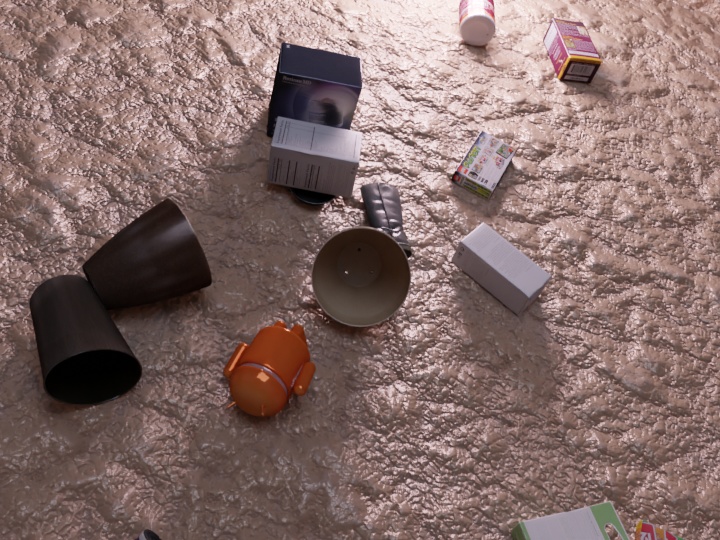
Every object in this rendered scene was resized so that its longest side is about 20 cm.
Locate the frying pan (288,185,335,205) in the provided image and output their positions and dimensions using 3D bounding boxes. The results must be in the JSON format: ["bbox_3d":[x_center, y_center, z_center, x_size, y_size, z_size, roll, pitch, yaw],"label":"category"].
[{"bbox_3d":[-0.097,-0.212,1.892,0.114,0.031,0.190,25,45,6],"label":"frying pan"}]

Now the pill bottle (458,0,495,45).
[{"bbox_3d":[0.354,-0.783,2.463,0.109,0.110,0.201,12,49,-8],"label":"pill bottle"}]

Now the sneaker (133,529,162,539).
[{"bbox_3d":[-0.295,0.498,1.223,0.087,0.076,0.200,-40,77,-7],"label":"sneaker"}]

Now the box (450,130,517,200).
[{"bbox_3d":[0.318,-0.272,2.073,0.109,0.035,0.200,29,49,7],"label":"box"}]

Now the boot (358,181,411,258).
[{"bbox_3d":[0.027,-0.118,1.827,0.180,0.073,0.201,9,54,-29],"label":"boot"}]

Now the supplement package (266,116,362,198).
[{"bbox_3d":[-0.105,-0.256,1.837,0.198,0.110,0.114,11,46,-4],"label":"supplement package"}]

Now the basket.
[{"bbox_3d":[-0.497,0.114,1.419,0.180,0.136,0.200,21,26,-53],"label":"basket"}]

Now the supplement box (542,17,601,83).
[{"bbox_3d":[0.645,-0.673,2.481,0.109,0.086,0.201,3,51,-15],"label":"supplement box"}]

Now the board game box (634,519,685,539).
[{"bbox_3d":[0.532,0.557,1.455,0.095,0.030,0.201,24,50,4],"label":"board game box"}]

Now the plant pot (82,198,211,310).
[{"bbox_3d":[-0.414,-0.011,1.538,0.199,0.188,0.187,-28,63,-22],"label":"plant pot"}]

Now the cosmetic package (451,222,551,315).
[{"bbox_3d":[0.315,-0.005,1.824,0.200,0.072,0.101,41,51,17],"label":"cosmetic package"}]

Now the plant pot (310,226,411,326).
[{"bbox_3d":[0.000,0.000,1.661,0.199,0.202,0.135,16,12,-5],"label":"plant pot"}]

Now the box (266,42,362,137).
[{"bbox_3d":[-0.113,-0.415,1.945,0.198,0.199,0.124,8,49,-11],"label":"box"}]

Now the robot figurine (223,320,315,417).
[{"bbox_3d":[-0.167,0.183,1.483,0.143,0.117,0.201,36,47,-6],"label":"robot figurine"}]

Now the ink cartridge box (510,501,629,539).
[{"bbox_3d":[0.385,0.502,1.437,0.198,0.048,0.146,-5,53,-22],"label":"ink cartridge box"}]
